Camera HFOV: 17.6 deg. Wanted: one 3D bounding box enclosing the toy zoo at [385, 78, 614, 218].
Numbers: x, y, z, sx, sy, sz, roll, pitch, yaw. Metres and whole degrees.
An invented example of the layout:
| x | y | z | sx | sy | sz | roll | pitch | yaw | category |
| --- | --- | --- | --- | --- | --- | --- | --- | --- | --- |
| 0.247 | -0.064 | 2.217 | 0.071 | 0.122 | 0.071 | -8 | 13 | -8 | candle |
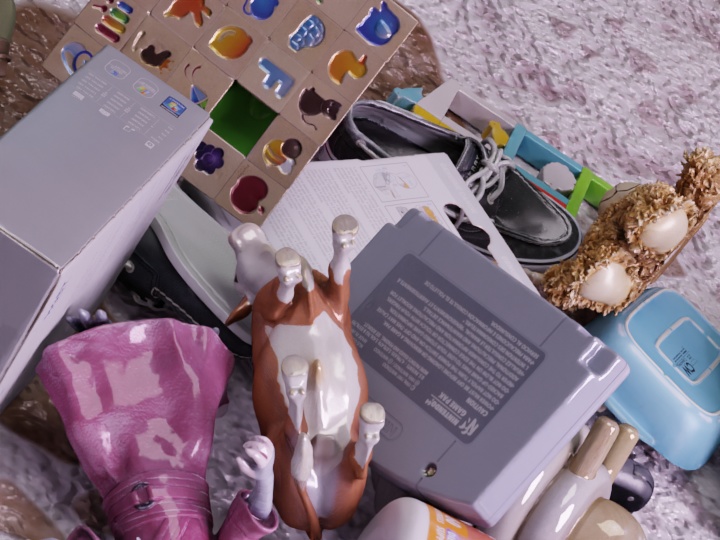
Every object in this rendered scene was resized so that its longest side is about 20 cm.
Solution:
| x | y | z | sx | sy | sz | roll | pitch | yaw | category |
| --- | --- | --- | --- | --- | --- | --- | --- | --- | --- |
| 0.103 | -0.071 | 1.700 | 0.200 | 0.020 | 0.131 | 33 | 33 | -3 | toy zoo |

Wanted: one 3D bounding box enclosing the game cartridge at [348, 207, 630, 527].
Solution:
| x | y | z | sx | sy | sz | roll | pitch | yaw | category |
| --- | --- | --- | --- | --- | --- | --- | --- | --- | --- |
| 0.044 | 0.056 | 1.297 | 0.200 | 0.133 | 0.040 | 39 | -9 | 47 | game cartridge |

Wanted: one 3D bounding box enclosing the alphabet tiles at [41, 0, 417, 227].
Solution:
| x | y | z | sx | sy | sz | roll | pitch | yaw | category |
| --- | --- | --- | --- | --- | --- | --- | --- | --- | --- |
| -0.070 | -0.153 | 1.425 | 0.167 | 0.200 | 0.008 | 38 | -5 | -2 | alphabet tiles |

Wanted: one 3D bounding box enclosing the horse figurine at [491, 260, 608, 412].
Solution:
| x | y | z | sx | sy | sz | roll | pitch | yaw | category |
| --- | --- | --- | --- | --- | --- | --- | --- | --- | --- |
| 0.086 | 0.041 | 1.522 | 0.132 | 0.050 | 0.200 | 21 | 32 | -32 | horse figurine |

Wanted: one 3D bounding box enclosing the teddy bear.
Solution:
| x | y | z | sx | sy | sz | roll | pitch | yaw | category |
| --- | --- | --- | --- | --- | --- | --- | --- | --- | --- |
| 0.181 | -0.026 | 1.554 | 0.067 | 0.145 | 0.200 | 42 | 28 | 6 | teddy bear |

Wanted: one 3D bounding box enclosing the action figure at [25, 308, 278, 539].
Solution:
| x | y | z | sx | sy | sz | roll | pitch | yaw | category |
| --- | --- | --- | --- | --- | --- | --- | --- | --- | --- |
| -0.114 | 0.124 | 1.227 | 0.133 | 0.149 | 0.201 | -7 | 66 | -9 | action figure |

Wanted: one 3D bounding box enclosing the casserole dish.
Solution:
| x | y | z | sx | sy | sz | roll | pitch | yaw | category |
| --- | --- | --- | --- | --- | --- | --- | --- | --- | --- |
| 0.211 | 0.065 | 1.574 | 0.121 | 0.039 | 0.200 | 46 | 24 | 7 | casserole dish |

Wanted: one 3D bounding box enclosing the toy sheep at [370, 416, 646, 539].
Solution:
| x | y | z | sx | sy | sz | roll | pitch | yaw | category |
| --- | --- | --- | --- | --- | --- | --- | --- | --- | --- |
| 0.075 | 0.120 | 1.339 | 0.200 | 0.138 | 0.138 | 30 | 30 | 23 | toy sheep |

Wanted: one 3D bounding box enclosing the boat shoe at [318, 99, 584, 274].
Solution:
| x | y | z | sx | sy | sz | roll | pitch | yaw | category |
| --- | --- | --- | --- | --- | --- | --- | --- | --- | --- |
| 0.071 | -0.062 | 1.600 | 0.199 | 0.068 | 0.074 | 30 | 58 | -6 | boat shoe |

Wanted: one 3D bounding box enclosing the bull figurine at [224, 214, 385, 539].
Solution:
| x | y | z | sx | sy | sz | roll | pitch | yaw | category |
| --- | --- | --- | --- | --- | --- | --- | --- | --- | --- |
| -0.030 | 0.044 | 1.267 | 0.065 | 0.122 | 0.201 | -5 | 59 | -13 | bull figurine |

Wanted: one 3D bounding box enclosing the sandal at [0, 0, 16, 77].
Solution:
| x | y | z | sx | sy | sz | roll | pitch | yaw | category |
| --- | --- | --- | --- | --- | --- | --- | --- | --- | --- |
| -0.252 | -0.140 | 1.445 | 0.080 | 0.057 | 0.201 | 22 | 35 | -19 | sandal |

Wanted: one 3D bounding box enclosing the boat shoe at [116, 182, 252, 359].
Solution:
| x | y | z | sx | sy | sz | roll | pitch | yaw | category |
| --- | --- | --- | --- | --- | --- | --- | --- | --- | --- |
| -0.121 | -0.012 | 1.398 | 0.076 | 0.060 | 0.200 | 7 | 39 | -54 | boat shoe |

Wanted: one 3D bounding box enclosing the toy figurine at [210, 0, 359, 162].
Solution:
| x | y | z | sx | sy | sz | roll | pitch | yaw | category |
| --- | --- | --- | --- | --- | --- | --- | --- | --- | --- |
| -0.057 | -0.158 | 1.532 | 0.150 | 0.201 | 0.184 | 23 | 0 | 6 | toy figurine |

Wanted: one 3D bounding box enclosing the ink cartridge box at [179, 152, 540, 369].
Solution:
| x | y | z | sx | sy | sz | roll | pitch | yaw | category |
| --- | --- | --- | --- | --- | --- | --- | --- | --- | --- |
| 0.000 | 0.000 | 1.475 | 0.199 | 0.057 | 0.163 | -3 | 47 | -36 | ink cartridge box |

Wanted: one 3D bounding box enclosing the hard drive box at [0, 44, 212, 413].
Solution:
| x | y | z | sx | sy | sz | roll | pitch | yaw | category |
| --- | --- | --- | --- | --- | --- | --- | --- | --- | --- |
| -0.179 | -0.011 | 1.258 | 0.077 | 0.156 | 0.200 | 34 | 32 | 1 | hard drive box |

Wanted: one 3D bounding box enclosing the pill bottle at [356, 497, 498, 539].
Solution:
| x | y | z | sx | sy | sz | roll | pitch | yaw | category |
| --- | --- | --- | --- | --- | --- | --- | --- | --- | --- |
| 0.084 | 0.211 | 1.247 | 0.200 | 0.112 | 0.112 | 27 | 34 | -11 | pill bottle |

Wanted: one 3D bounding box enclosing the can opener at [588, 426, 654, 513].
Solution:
| x | y | z | sx | sy | sz | roll | pitch | yaw | category |
| --- | --- | --- | --- | --- | --- | --- | --- | --- | --- |
| 0.090 | 0.110 | 1.424 | 0.200 | 0.063 | 0.079 | 27 | 34 | -12 | can opener |
